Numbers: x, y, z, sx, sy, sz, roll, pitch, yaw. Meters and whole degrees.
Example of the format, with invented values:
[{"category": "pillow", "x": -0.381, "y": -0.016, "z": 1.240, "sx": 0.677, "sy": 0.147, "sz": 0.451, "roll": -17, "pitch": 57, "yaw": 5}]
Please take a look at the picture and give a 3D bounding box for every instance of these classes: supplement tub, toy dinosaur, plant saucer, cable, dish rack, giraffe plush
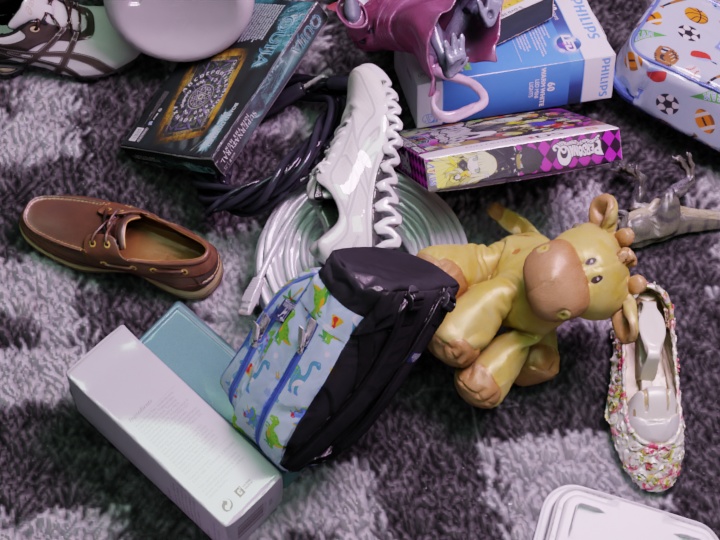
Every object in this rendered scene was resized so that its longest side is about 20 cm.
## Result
[{"category": "supplement tub", "x": -0.177, "y": -0.321, "z": 1.596, "sx": 0.144, "sy": 0.145, "sz": 0.200, "roll": -1, "pitch": 50, "yaw": -4}, {"category": "toy dinosaur", "x": 0.291, "y": -0.065, "z": 1.581, "sx": 0.199, "sy": 0.047, "sz": 0.088, "roll": -7, "pitch": 82, "yaw": -7}, {"category": "plant saucer", "x": -0.120, "y": 0.110, "z": 1.497, "sx": 0.200, "sy": 0.019, "sz": 0.070, "roll": 40, "pitch": 71, "yaw": 12}, {"category": "cable", "x": -0.090, "y": -0.126, "z": 1.552, "sx": 0.163, "sy": 0.051, "sz": 0.200, "roll": 24, "pitch": 60, "yaw": 38}, {"category": "dish rack", "x": 0.225, "y": 0.292, "z": 1.424, "sx": 0.171, "sy": 0.044, "sz": 0.201, "roll": 16, "pitch": 66, "yaw": 5}, {"category": "giraffe plush", "x": 0.169, "y": 0.018, "z": 1.449, "sx": 0.200, "sy": 0.162, "sz": 0.173, "roll": -42, "pitch": 108, "yaw": -36}, {"category": "cable", "x": 0.000, "y": 0.000, "z": 1.524, "sx": 0.199, "sy": 0.069, "sz": 0.201, "roll": 14, "pitch": 65, "yaw": 3}]

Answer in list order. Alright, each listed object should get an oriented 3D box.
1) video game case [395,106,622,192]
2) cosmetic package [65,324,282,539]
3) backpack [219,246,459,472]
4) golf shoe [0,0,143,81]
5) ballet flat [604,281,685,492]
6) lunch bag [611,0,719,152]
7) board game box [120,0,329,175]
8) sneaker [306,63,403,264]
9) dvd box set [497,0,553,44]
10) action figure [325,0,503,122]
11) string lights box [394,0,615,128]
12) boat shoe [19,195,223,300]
[{"category": "video game case", "x": 0.128, "y": -0.115, "z": 1.520, "sx": 0.181, "sy": 0.200, "sz": 0.036, "roll": -9, "pitch": 102, "yaw": -7}, {"category": "cosmetic package", "x": -0.163, "y": 0.149, "z": 1.434, "sx": 0.200, "sy": 0.102, "sz": 0.074, "roll": 43, "pitch": 71, "yaw": 13}, {"category": "backpack", "x": -0.027, "y": 0.076, "z": 1.387, "sx": 0.153, "sy": 0.163, "sz": 0.201, "roll": 26, "pitch": 105, "yaw": 24}, {"category": "golf shoe", "x": -0.299, "y": -0.237, "z": 1.597, "sx": 0.199, "sy": 0.095, "sz": 0.078, "roll": -7, "pitch": 66, "yaw": -8}, {"category": "ballet flat", "x": 0.262, "y": 0.101, "z": 1.497, "sx": 0.075, "sy": 0.064, "sz": 0.201, "roll": -1, "pitch": 67, "yaw": -5}, {"category": "lunch bag", "x": 0.360, "y": -0.195, "z": 1.614, "sx": 0.200, "sy": 0.076, "sz": 0.160, "roll": 31, "pitch": 48, "yaw": 8}, {"category": "board game box", "x": -0.131, "y": -0.182, "z": 1.580, "sx": 0.135, "sy": 0.028, "sz": 0.200, "roll": 12, "pitch": 62, "yaw": 42}, {"category": "sneaker", "x": -0.006, "y": -0.095, "z": 1.470, "sx": 0.081, "sy": 0.075, "sz": 0.201, "roll": 5, "pitch": 73, "yaw": -14}, {"category": "dvd box set", "x": 0.075, "y": -0.281, "z": 1.623, "sx": 0.146, "sy": 0.029, "sz": 0.200, "roll": -27, "pitch": 48, "yaw": -20}, {"category": "action figure", "x": 0.049, "y": -0.226, "z": 1.511, "sx": 0.134, "sy": 0.200, "sz": 0.149, "roll": -21, "pitch": 110, "yaw": -38}, {"category": "string lights box", "x": 0.140, "y": -0.208, "z": 1.610, "sx": 0.199, "sy": 0.059, "sz": 0.103, "roll": -9, "pitch": 46, "yaw": -7}, {"category": "boat shoe", "x": -0.224, "y": -0.034, "z": 1.526, "sx": 0.199, "sy": 0.068, "sz": 0.072, "roll": 17, "pitch": 67, "yaw": 5}]
